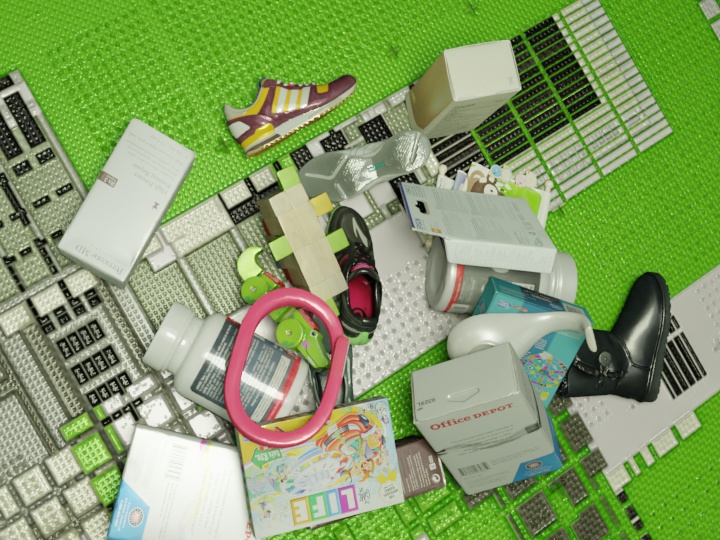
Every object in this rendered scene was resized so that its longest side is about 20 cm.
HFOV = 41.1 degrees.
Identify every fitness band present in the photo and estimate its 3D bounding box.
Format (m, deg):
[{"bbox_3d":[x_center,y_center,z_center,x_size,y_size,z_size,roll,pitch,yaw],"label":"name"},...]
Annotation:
[{"bbox_3d":[-0.092,0.120,1.193,0.141,0.038,0.203,15,68,-2],"label":"fitness band"}]

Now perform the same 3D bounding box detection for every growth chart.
[{"bbox_3d":[0.195,-0.092,1.442,0.196,0.018,0.148,9,80,-14],"label":"growth chart"}]

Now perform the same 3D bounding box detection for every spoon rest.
[{"bbox_3d":[0.212,0.093,1.277,0.196,0.061,0.101,-11,119,17],"label":"spoon rest"}]

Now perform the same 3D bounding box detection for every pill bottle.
[{"bbox_3d":[0.202,0.010,1.378,0.196,0.114,0.116,6,81,-13],"label":"pill bottle"},{"bbox_3d":[-0.179,0.127,1.265,0.198,0.119,0.121,30,76,-8],"label":"pill bottle"}]

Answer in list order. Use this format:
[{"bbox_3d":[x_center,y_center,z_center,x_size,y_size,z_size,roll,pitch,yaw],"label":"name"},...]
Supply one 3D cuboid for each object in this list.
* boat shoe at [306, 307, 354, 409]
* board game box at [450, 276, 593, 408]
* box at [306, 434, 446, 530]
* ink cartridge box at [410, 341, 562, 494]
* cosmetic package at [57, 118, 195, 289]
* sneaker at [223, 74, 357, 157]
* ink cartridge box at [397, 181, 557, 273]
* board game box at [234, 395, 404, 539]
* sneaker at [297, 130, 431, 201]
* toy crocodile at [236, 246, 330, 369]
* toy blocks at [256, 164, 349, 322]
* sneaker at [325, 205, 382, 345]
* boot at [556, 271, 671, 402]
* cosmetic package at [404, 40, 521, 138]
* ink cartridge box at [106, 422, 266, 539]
[{"bbox_3d":[-0.038,0.136,1.328,0.071,0.062,0.204,-3,83,-12],"label":"boat shoe"},{"bbox_3d":[0.211,0.124,1.343,0.148,0.047,0.203,18,115,-12],"label":"board game box"},{"bbox_3d":[0.005,0.284,1.300,0.197,0.100,0.076,-16,86,-16],"label":"box"},{"bbox_3d":[0.169,0.200,1.278,0.143,0.201,0.085,-19,45,16],"label":"ink cartridge box"},{"bbox_3d":[-0.311,-0.089,1.287,0.100,0.074,0.203,28,76,-8],"label":"cosmetic package"},{"bbox_3d":[-0.098,-0.244,1.360,0.198,0.075,0.091,-33,96,-17],"label":"sneaker"},{"bbox_3d":[0.151,-0.061,1.318,0.196,0.200,0.041,8,113,-6],"label":"ink cartridge box"},{"bbox_3d":[-0.051,0.246,1.214,0.196,0.034,0.137,-11,92,-16],"label":"board game box"},{"bbox_3d":[0.007,-0.146,1.379,0.196,0.080,0.072,-15,93,4],"label":"sneaker"},{"bbox_3d":[-0.102,0.053,1.298,0.062,0.068,0.200,-42,71,1],"label":"toy crocodile"},{"bbox_3d":[-0.087,-0.036,1.308,0.099,0.136,0.203,-27,100,-16],"label":"toy blocks"},{"bbox_3d":[0.000,0.000,1.335,0.075,0.084,0.204,-1,68,-24],"label":"sneaker"},{"bbox_3d":[0.368,0.094,1.427,0.165,0.076,0.204,8,86,-16],"label":"boot"},{"bbox_3d":[0.139,-0.250,1.354,0.103,0.200,0.073,-11,85,-15],"label":"cosmetic package"},{"bbox_3d":[-0.214,0.293,1.252,0.196,0.085,0.147,15,79,-10],"label":"ink cartridge box"}]
